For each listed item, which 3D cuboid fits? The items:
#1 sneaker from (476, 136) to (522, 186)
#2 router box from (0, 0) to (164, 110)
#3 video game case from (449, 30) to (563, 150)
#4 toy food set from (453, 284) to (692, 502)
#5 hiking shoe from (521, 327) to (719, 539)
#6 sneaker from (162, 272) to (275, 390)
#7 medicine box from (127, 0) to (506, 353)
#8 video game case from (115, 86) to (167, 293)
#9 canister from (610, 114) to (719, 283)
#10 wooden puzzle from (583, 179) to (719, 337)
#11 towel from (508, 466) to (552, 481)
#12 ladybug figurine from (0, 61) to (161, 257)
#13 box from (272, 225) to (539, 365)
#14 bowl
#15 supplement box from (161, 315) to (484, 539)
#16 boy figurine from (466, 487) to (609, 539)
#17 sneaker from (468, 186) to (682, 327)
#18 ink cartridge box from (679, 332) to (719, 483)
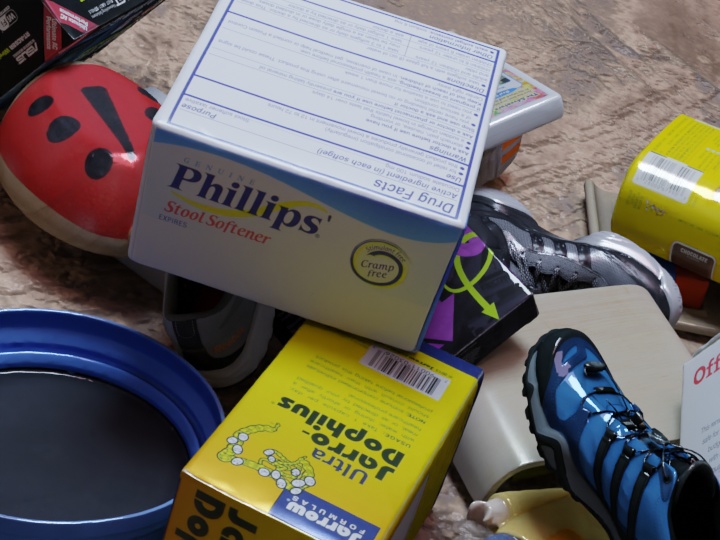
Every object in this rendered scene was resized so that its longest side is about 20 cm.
[{"bbox_3d":[0.043,-0.095,1.335,0.111,0.078,0.200,20,29,24],"label":"sneaker"},{"bbox_3d":[-0.228,-0.188,1.243,0.062,0.149,0.200,55,34,-8],"label":"router box"},{"bbox_3d":[0.028,-0.120,1.286,0.199,0.024,0.182,-24,32,-16],"label":"video game case"},{"bbox_3d":[0.141,0.085,1.098,0.199,0.061,0.144,-6,44,-20],"label":"toy food set"},{"bbox_3d":[0.162,0.113,0.932,0.074,0.087,0.201,-5,62,-41],"label":"hiking shoe"},{"bbox_3d":[-0.084,-0.028,1.064,0.073,0.079,0.201,-3,59,16],"label":"sneaker"},{"bbox_3d":[-0.022,-0.073,0.998,0.181,0.103,0.201,18,39,0],"label":"medicine box"},{"bbox_3d":[-0.145,-0.064,1.222,0.199,0.022,0.182,34,35,23],"label":"video game case"},{"bbox_3d":[0.310,-0.038,1.279,0.199,0.087,0.148,25,35,20],"label":"canister"},{"bbox_3d":[0.281,-0.010,1.342,0.199,0.047,0.186,16,32,-6],"label":"wooden puzzle"},{"bbox_3d":[0.161,0.098,1.140,0.199,0.018,0.086,-6,38,-33],"label":"towel"},{"bbox_3d":[-0.178,-0.082,1.135,0.135,0.072,0.200,-11,39,-28],"label":"ladybug figurine"},{"bbox_3d":[0.000,0.000,1.093,0.143,0.036,0.200,-38,59,-9],"label":"box"},{"bbox_3d":[-0.177,0.093,0.939,0.199,0.040,0.201,10,30,-6],"label":"bowl"},{"bbox_3d":[-0.022,0.121,0.922,0.109,0.109,0.200,24,32,10],"label":"supplement box"},{"bbox_3d":[0.126,0.168,0.975,0.199,0.065,0.124,-19,45,-42],"label":"boy figurine"},{"bbox_3d":[0.128,0.010,1.208,0.199,0.076,0.114,26,33,22],"label":"sneaker"},{"bbox_3d":[0.256,0.121,0.960,0.087,0.145,0.201,19,56,-18],"label":"ink cartridge box"}]
